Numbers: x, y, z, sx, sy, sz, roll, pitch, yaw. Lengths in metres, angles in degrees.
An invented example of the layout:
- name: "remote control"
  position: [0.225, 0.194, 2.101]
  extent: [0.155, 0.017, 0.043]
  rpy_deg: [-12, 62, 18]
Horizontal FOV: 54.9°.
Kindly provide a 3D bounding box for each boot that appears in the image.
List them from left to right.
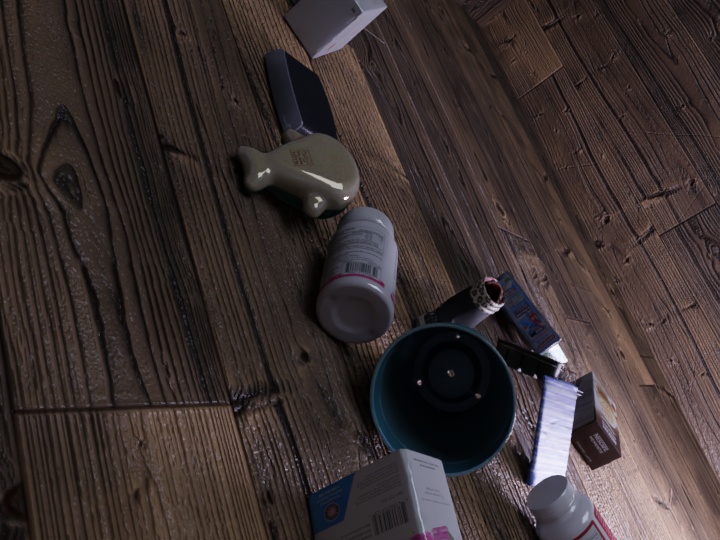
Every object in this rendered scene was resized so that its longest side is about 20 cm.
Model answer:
- name: "boot"
  position: [0.202, 0.075, 1.252]
  extent: [0.202, 0.152, 0.075]
  rpy_deg: [2, 58, -58]

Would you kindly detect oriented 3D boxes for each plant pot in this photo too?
- name: "plant pot"
  position: [0.124, 0.166, 1.007]
  extent: [0.203, 0.198, 0.188]
  rpy_deg: [58, 12, 3]

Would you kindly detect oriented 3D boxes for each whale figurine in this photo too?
- name: "whale figurine"
  position: [-0.099, -0.138, 1.056]
  extent: [0.196, 0.104, 0.162]
  rpy_deg: [-4, 61, -33]

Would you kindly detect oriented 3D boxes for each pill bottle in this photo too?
- name: "pill bottle"
  position: [0.000, 0.000, 1.033]
  extent: [0.113, 0.112, 0.202]
  rpy_deg: [44, 30, -24]
- name: "pill bottle"
  position: [0.372, 0.459, 1.188]
  extent: [0.202, 0.111, 0.112]
  rpy_deg: [55, 27, -5]

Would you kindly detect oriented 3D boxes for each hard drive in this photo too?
- name: "hard drive"
  position: [-0.103, -0.303, 1.252]
  extent: [0.134, 0.042, 0.204]
  rpy_deg: [24, 43, -48]

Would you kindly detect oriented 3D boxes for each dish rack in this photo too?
- name: "dish rack"
  position: [0.375, 0.206, 1.437]
  extent: [0.152, 0.056, 0.198]
  rpy_deg: [22, -3, 43]

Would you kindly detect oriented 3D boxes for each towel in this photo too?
- name: "towel"
  position: [0.365, 0.311, 1.323]
  extent: [0.143, 0.023, 0.206]
  rpy_deg: [21, 77, -47]

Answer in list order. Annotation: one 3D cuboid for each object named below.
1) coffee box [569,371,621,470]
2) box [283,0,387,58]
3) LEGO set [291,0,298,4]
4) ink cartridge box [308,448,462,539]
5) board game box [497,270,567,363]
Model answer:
- name: "coffee box"
  position: [0.548, 0.351, 1.636]
  extent: [0.115, 0.079, 0.201]
  rpy_deg: [51, 27, -12]
- name: "box"
  position: [-0.050, -0.558, 1.492]
  extent: [0.107, 0.151, 0.200]
  rpy_deg: [53, 27, -8]
- name: "LEGO set"
  position: [-0.119, -0.685, 1.544]
  extent: [0.155, 0.115, 0.200]
  rpy_deg: [55, 27, -4]
- name: "ink cartridge box"
  position: [0.034, 0.316, 0.725]
  extent: [0.084, 0.143, 0.204]
  rpy_deg: [29, 38, -44]
- name: "board game box"
  position: [0.386, 0.134, 1.546]
  extent: [0.201, 0.061, 0.201]
  rpy_deg: [52, 6, -39]
